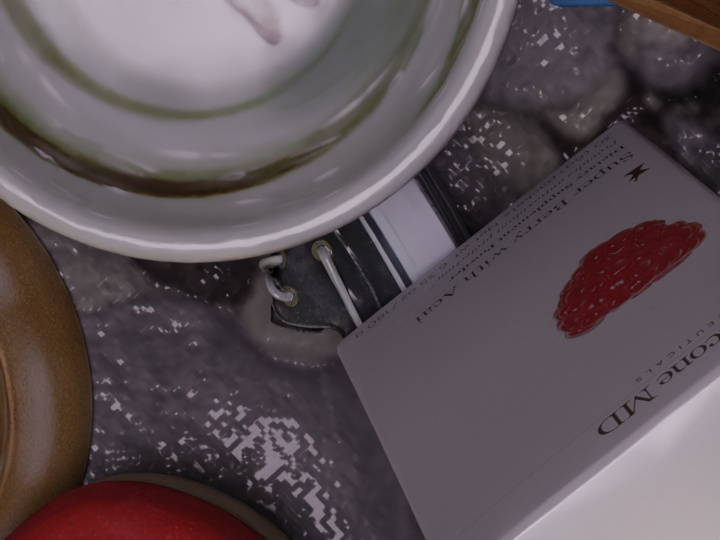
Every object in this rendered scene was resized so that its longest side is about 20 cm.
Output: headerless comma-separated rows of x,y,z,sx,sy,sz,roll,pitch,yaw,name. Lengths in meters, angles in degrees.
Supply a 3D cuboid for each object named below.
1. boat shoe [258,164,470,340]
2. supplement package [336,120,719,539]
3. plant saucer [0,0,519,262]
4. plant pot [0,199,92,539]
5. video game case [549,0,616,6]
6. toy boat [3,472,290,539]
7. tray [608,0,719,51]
0.000,0.000,0.786,0.071,0.072,0.201,-29,97,9,boat shoe
0.085,0.056,0.673,0.121,0.200,0.120,-38,107,2,supplement package
-0.047,-0.104,0.719,0.199,0.050,0.202,1,94,8,plant saucer
-0.195,0.046,0.852,0.199,0.027,0.202,2,101,10,plant pot
0.116,-0.146,0.665,0.199,0.018,0.144,7,109,51,video game case
-0.097,0.164,0.800,0.130,0.131,0.200,43,105,-8,toy boat
0.057,-0.143,0.698,0.200,0.037,0.099,31,127,41,tray
